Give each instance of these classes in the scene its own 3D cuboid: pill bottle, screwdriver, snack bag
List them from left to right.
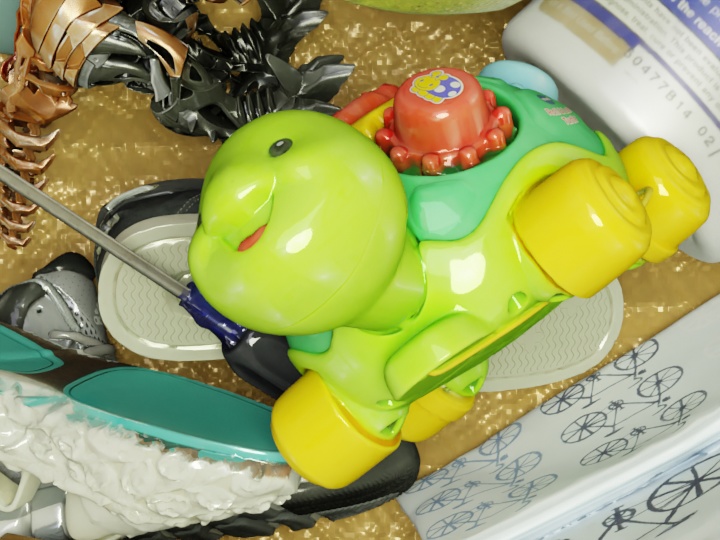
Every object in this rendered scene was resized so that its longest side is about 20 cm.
[{"bbox_3d":[-0.071,-0.003,0.788,0.200,0.028,0.029,39,61,-23],"label":"screwdriver"},{"bbox_3d":[0.107,0.063,0.783,0.188,0.200,0.021,-30,104,0],"label":"snack bag"},{"bbox_3d":[0.161,-0.110,0.840,0.200,0.120,0.120,-43,77,-2],"label":"pill bottle"}]

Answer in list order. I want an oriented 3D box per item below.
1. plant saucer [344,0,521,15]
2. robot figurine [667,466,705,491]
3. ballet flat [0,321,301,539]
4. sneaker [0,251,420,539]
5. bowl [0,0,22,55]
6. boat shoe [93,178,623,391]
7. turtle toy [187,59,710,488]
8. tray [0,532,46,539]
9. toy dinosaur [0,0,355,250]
[{"bbox_3d":[0.103,-0.175,0.827,0.200,0.048,0.200,-21,33,34],"label":"plant saucer"},{"bbox_3d":[0.120,0.131,0.801,0.200,0.113,0.170,-30,48,1],"label":"robot figurine"},{"bbox_3d":[-0.105,0.059,0.810,0.200,0.072,0.072,18,81,26],"label":"ballet flat"},{"bbox_3d":[-0.082,0.045,0.865,0.200,0.075,0.116,-8,76,6],"label":"sneaker"},{"bbox_3d":[-0.134,-0.195,0.902,0.201,0.105,0.201,-1,78,6],"label":"bowl"},{"bbox_3d":[0.000,0.000,0.856,0.200,0.068,0.072,6,107,-13],"label":"boat shoe"},{"bbox_3d":[0.017,-0.010,0.733,0.146,0.200,0.101,-39,81,22],"label":"turtle toy"},{"bbox_3d":[-0.095,0.132,0.732,0.099,0.200,0.037,-39,110,-31],"label":"tray"},{"bbox_3d":[-0.082,-0.097,0.861,0.136,0.200,0.102,25,45,-20],"label":"toy dinosaur"}]
